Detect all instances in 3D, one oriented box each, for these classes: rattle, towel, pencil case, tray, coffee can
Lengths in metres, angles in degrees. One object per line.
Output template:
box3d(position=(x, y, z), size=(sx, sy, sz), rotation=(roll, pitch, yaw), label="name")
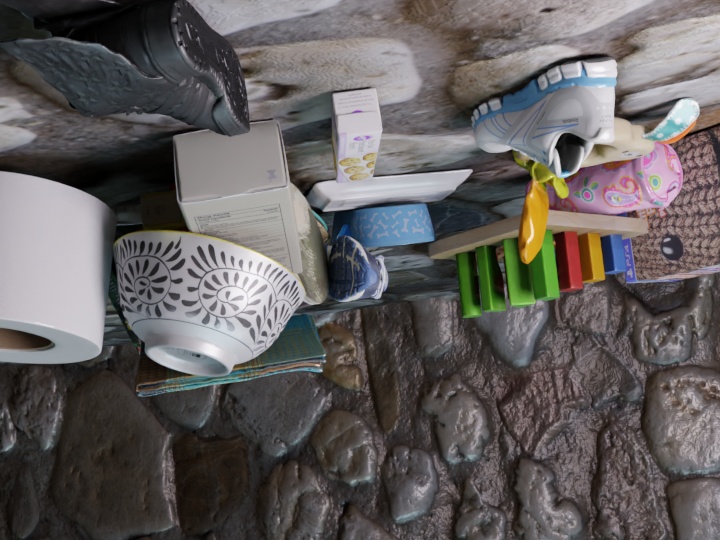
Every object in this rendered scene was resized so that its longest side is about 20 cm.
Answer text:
box3d(position=(0.263, -0.096, 1.110), size=(0.197, 0.145, 0.131), rotation=(-1, 155, -3), label="rattle")
box3d(position=(-0.140, 0.089, 1.150), size=(0.197, 0.022, 0.147), rotation=(-8, -162, -6), label="towel")
box3d(position=(0.297, -0.100, 1.317), size=(0.087, 0.089, 0.199), rotation=(-2, 170, -39), label="pencil case")
box3d(position=(0.033, -0.097, 1.322), size=(0.197, 0.023, 0.107), rotation=(-6, 174, -13), label="tray")
box3d(position=(-0.154, -0.005, 1.248), size=(0.198, 0.148, 0.146), rotation=(-17, 171, 17), label="coffee can")

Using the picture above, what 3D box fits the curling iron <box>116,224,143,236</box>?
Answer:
box3d(position=(-0.246, -0.029, 1.197), size=(0.049, 0.026, 0.199), rotation=(-41, -133, -19), label="curling iron")

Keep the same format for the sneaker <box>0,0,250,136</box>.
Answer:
box3d(position=(-0.144, -0.130, 0.693), size=(0.103, 0.061, 0.200), rotation=(-10, 168, 8), label="sneaker")

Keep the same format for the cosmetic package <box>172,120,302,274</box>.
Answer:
box3d(position=(-0.114, -0.059, 1.030), size=(0.104, 0.072, 0.200), rotation=(-8, 157, -4), label="cosmetic package")

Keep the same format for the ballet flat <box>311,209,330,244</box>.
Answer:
box3d(position=(-0.077, -0.044, 1.395), size=(0.070, 0.066, 0.200), rotation=(31, 178, 10), label="ballet flat")

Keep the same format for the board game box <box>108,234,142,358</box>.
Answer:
box3d(position=(-0.272, 0.030, 1.281), size=(0.023, 0.202, 0.105), rotation=(-29, 172, 7), label="board game box")

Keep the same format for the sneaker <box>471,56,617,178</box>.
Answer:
box3d(position=(0.164, -0.123, 0.969), size=(0.074, 0.088, 0.200), rotation=(-6, 175, -22), label="sneaker")

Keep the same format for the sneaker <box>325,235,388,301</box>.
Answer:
box3d(position=(0.000, 0.000, 1.300), size=(0.084, 0.078, 0.200), rotation=(9, -178, -17), label="sneaker")

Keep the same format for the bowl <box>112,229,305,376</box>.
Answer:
box3d(position=(-0.159, 0.046, 1.050), size=(0.198, 0.095, 0.201), rotation=(9, 157, 4), label="bowl")

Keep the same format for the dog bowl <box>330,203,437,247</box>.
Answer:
box3d(position=(0.026, -0.058, 1.398), size=(0.110, 0.050, 0.200), rotation=(-7, -177, -19), label="dog bowl")

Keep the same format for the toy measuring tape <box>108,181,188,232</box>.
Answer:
box3d(position=(-0.223, -0.059, 1.162), size=(0.197, 0.075, 0.074), rotation=(-6, 174, 1), label="toy measuring tape")

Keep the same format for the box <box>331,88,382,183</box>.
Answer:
box3d(position=(-0.006, -0.121, 0.991), size=(0.041, 0.039, 0.200), rotation=(-8, 173, -4), label="box")

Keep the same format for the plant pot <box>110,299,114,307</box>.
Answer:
box3d(position=(-0.224, 0.005, 1.414), size=(0.197, 0.144, 0.141), rotation=(-1, 174, 1), label="plant pot")

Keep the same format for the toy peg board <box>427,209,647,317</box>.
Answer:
box3d(position=(0.222, -0.001, 1.321), size=(0.197, 0.099, 0.199), rotation=(3, 168, -37), label="toy peg board")

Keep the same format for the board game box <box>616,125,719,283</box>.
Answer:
box3d(position=(0.420, -0.079, 1.306), size=(0.096, 0.162, 0.199), rotation=(-2, 171, -35), label="board game box")

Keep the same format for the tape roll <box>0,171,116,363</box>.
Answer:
box3d(position=(-0.346, 0.002, 1.045), size=(0.199, 0.141, 0.203), rotation=(3, 163, 1), label="tape roll")
